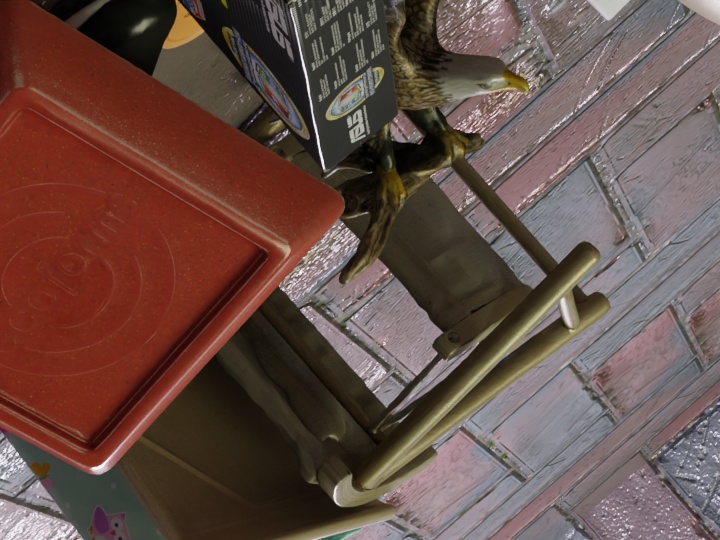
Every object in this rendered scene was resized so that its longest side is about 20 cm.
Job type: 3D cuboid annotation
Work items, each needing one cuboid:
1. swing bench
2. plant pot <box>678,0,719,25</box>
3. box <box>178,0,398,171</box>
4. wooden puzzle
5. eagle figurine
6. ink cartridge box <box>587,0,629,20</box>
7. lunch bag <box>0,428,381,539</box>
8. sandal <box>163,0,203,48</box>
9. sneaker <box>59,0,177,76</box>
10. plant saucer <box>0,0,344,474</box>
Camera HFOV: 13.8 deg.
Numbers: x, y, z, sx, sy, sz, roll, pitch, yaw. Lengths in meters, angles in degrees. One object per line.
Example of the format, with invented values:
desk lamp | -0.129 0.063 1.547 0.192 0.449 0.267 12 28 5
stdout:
swing bench | 0.000 0.000 1.662 0.200 0.199 0.130 -40 164 -3
plant pot | 0.199 -0.224 1.591 0.134 0.201 0.200 4 139 -35
box | -0.054 -0.140 1.211 0.044 0.160 0.200 -38 166 -8
wooden puzzle | -0.092 0.080 1.640 0.037 0.200 0.185 -50 159 26
eagle figurine | 0.017 -0.121 1.520 0.151 0.152 0.200 -11 130 2
ink cartridge box | 0.204 -0.218 1.845 0.161 0.050 0.200 -43 163 7
lunch bag | -0.092 0.101 1.773 0.122 0.170 0.200 -50 160 28
sandal | -0.037 -0.161 1.385 0.079 0.059 0.207 -29 161 -39
sneaker | -0.129 -0.049 1.418 0.076 0.088 0.200 -20 155 -52
plant saucer | -0.140 -0.002 1.377 0.200 0.200 0.037 -47 -152 22
